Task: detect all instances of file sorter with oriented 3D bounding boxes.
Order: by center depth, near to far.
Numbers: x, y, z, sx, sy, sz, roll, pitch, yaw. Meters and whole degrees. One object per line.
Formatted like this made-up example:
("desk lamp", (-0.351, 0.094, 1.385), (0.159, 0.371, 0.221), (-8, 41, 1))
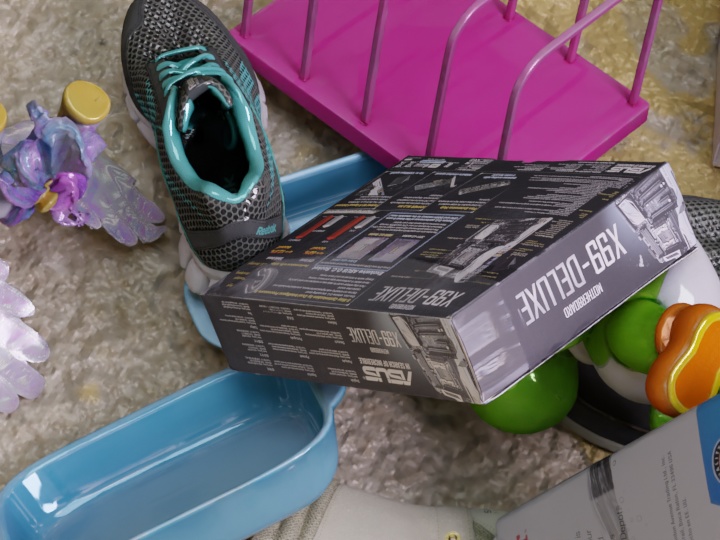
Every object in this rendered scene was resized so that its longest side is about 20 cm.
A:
("file sorter", (0.048, -0.145, 1.464), (0.200, 0.126, 0.139), (37, 53, 23))

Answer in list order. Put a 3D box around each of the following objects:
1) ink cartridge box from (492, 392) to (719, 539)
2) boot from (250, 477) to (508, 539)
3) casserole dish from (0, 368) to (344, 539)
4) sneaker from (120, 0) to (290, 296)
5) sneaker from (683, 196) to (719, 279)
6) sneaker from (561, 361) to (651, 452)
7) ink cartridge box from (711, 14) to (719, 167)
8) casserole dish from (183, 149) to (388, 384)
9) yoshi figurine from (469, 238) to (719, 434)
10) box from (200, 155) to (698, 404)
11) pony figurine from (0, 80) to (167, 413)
("ink cartridge box", (0.163, 0.154, 1.265), (0.083, 0.200, 0.146), (10, 60, -35))
("boot", (0.005, 0.197, 1.343), (0.154, 0.072, 0.201), (14, 57, 1))
("casserole dish", (-0.094, 0.109, 1.351), (0.199, 0.039, 0.121), (-26, 27, -3))
("sneaker", (-0.081, -0.084, 1.430), (0.077, 0.091, 0.201), (-17, 58, -9))
("sneaker", (0.245, -0.004, 1.448), (0.199, 0.091, 0.078), (18, 61, 5))
("sneaker", (0.196, 0.053, 1.414), (0.199, 0.106, 0.075), (11, 62, 2))
("ink cartridge box", (0.285, -0.164, 1.513), (0.146, 0.145, 0.201), (8, 62, -2))
("casserole dish", (0.000, 0.000, 1.463), (0.199, 0.039, 0.121), (-18, 65, -15))
("yoshi figurine", (0.121, 0.051, 1.352), (0.112, 0.113, 0.200), (-31, 25, -26))
("box", (0.041, 0.000, 1.331), (0.158, 0.200, 0.050), (-35, 114, -33))
("pony figurine", (-0.200, -0.051, 1.406), (0.193, 0.200, 0.167), (38, 58, -3))
